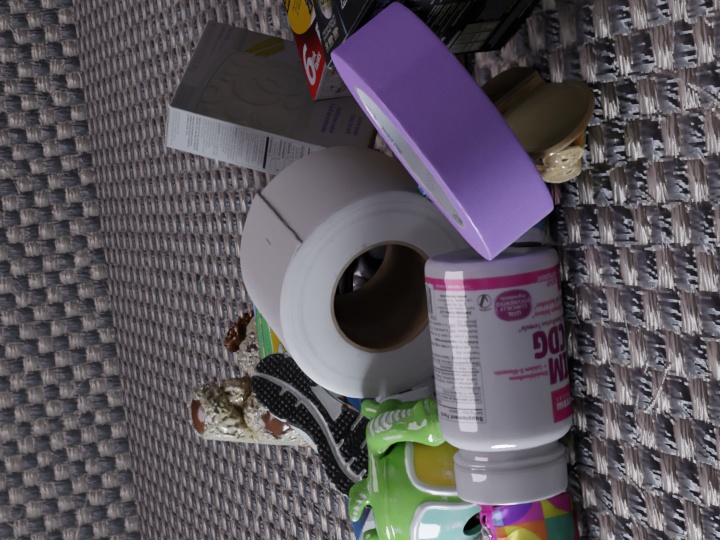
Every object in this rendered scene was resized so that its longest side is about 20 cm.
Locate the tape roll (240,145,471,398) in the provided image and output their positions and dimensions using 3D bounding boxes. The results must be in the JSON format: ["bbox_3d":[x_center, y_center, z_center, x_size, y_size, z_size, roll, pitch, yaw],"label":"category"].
[{"bbox_3d":[0.000,0.000,1.733,0.139,0.201,0.205,-133,39,-60],"label":"tape roll"}]

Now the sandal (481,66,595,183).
[{"bbox_3d":[0.151,-0.105,1.465,0.070,0.077,0.212,54,180,-21],"label":"sandal"}]

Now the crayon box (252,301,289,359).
[{"bbox_3d":[-0.055,0.050,2.064,0.058,0.118,0.202,159,102,-72],"label":"crayon box"}]

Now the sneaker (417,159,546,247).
[{"bbox_3d":[0.112,-0.084,1.582,0.200,0.074,0.088,-144,62,-63],"label":"sneaker"}]

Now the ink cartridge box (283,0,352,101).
[{"bbox_3d":[-0.013,-0.292,1.751,0.201,0.083,0.177,109,149,-56],"label":"ink cartridge box"}]

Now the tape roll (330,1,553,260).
[{"bbox_3d":[0.062,-0.106,1.419,0.201,0.065,0.200,52,178,3],"label":"tape roll"}]

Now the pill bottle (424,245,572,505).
[{"bbox_3d":[0.117,0.085,1.540,0.113,0.112,0.202,-163,66,-71],"label":"pill bottle"}]

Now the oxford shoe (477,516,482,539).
[{"bbox_3d":[0.119,0.292,1.691,0.200,0.073,0.071,-128,35,-58],"label":"oxford shoe"}]

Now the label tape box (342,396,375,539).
[{"bbox_3d":[0.019,0.189,1.950,0.200,0.065,0.145,109,149,-65],"label":"label tape box"}]

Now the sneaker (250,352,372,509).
[{"bbox_3d":[-0.021,0.158,1.838,0.200,0.074,0.080,47,-174,21],"label":"sneaker"}]

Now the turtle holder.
[{"bbox_3d":[0.064,0.172,1.679,0.141,0.130,0.187,-68,-26,-60],"label":"turtle holder"}]

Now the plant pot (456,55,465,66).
[{"bbox_3d":[0.058,-0.207,1.745,0.200,0.027,0.202,173,90,-72],"label":"plant pot"}]

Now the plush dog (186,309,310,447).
[{"bbox_3d":[-0.097,0.125,2.261,0.199,0.160,0.174,-4,79,45],"label":"plush dog"}]

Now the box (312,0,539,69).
[{"bbox_3d":[0.062,-0.246,1.486,0.200,0.162,0.087,130,129,-68],"label":"box"}]

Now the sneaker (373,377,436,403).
[{"bbox_3d":[0.047,0.137,1.859,0.089,0.080,0.201,95,159,-57],"label":"sneaker"}]

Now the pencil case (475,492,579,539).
[{"bbox_3d":[0.150,0.283,1.571,0.088,0.088,0.202,159,101,-72],"label":"pencil case"}]

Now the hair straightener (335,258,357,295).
[{"bbox_3d":[-0.040,0.016,1.840,0.041,0.076,0.202,20,115,46],"label":"hair straightener"}]

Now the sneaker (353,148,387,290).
[{"bbox_3d":[0.008,-0.032,1.908,0.201,0.075,0.114,110,149,-45],"label":"sneaker"}]

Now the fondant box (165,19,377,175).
[{"bbox_3d":[-0.079,-0.163,1.843,0.059,0.198,0.145,103,-177,-46],"label":"fondant box"}]
